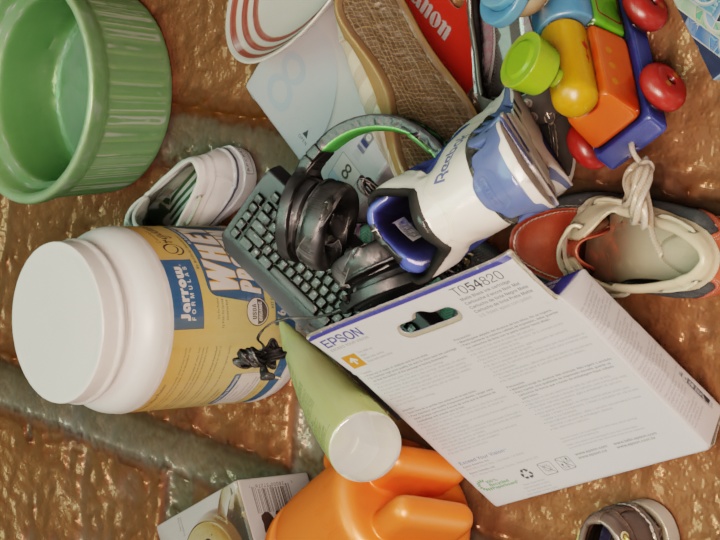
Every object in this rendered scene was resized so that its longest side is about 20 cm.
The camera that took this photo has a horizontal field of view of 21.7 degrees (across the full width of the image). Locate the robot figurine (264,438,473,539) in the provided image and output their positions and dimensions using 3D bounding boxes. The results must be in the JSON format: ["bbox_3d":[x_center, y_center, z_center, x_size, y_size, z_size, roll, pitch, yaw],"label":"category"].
[{"bbox_3d":[0.002,0.194,1.363,0.144,0.117,0.200,51,135,6],"label":"robot figurine"}]

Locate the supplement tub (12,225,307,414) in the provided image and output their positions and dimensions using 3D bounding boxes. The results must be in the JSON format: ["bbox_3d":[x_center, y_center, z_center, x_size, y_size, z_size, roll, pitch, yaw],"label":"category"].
[{"bbox_3d":[-0.155,0.037,1.467,0.145,0.200,0.145,2,93,46],"label":"supplement tub"}]

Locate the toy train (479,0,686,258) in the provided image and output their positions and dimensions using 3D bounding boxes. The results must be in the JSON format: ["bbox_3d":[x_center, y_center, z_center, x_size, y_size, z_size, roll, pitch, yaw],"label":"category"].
[{"bbox_3d":[0.137,-0.109,1.175,0.085,0.116,0.200,-39,41,37],"label":"toy train"}]

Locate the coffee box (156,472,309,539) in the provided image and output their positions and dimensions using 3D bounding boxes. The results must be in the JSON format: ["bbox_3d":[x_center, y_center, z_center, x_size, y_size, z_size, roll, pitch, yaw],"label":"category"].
[{"bbox_3d":[-0.075,0.274,1.477,0.113,0.080,0.200,-32,68,41],"label":"coffee box"}]

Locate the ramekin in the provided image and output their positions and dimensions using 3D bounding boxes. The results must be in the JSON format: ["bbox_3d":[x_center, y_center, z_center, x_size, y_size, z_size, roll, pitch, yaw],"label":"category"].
[{"bbox_3d":[-0.253,-0.158,1.640,0.200,0.098,0.200,2,93,47],"label":"ramekin"}]

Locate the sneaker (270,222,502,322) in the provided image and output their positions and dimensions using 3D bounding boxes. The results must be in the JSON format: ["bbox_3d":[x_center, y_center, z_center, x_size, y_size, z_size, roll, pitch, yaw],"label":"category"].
[{"bbox_3d":[0.035,-0.006,1.370,0.200,0.088,0.075,13,98,21],"label":"sneaker"}]

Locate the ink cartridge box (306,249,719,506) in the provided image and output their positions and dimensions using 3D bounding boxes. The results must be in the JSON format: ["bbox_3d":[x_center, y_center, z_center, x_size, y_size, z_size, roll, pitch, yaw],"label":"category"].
[{"bbox_3d":[0.098,0.065,1.223,0.199,0.200,0.041,-22,34,44],"label":"ink cartridge box"}]

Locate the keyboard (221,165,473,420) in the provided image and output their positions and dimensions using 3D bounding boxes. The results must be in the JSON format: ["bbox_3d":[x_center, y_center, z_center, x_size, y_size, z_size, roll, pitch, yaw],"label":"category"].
[{"bbox_3d":[0.000,0.000,1.327,0.200,0.021,0.127,43,107,14],"label":"keyboard"}]

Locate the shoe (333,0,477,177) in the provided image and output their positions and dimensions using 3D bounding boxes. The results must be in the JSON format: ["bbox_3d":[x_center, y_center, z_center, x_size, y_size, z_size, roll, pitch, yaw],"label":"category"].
[{"bbox_3d":[0.039,-0.116,1.328,0.053,0.070,0.200,101,146,-77],"label":"shoe"}]

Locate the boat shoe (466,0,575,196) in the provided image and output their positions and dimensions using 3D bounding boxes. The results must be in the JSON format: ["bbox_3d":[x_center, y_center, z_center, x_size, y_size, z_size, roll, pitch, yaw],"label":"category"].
[{"bbox_3d":[0.101,-0.147,1.286,0.067,0.057,0.200,-11,84,33],"label":"boat shoe"}]

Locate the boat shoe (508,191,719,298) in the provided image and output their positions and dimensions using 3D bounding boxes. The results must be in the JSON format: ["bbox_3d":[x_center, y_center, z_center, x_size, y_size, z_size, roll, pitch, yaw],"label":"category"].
[{"bbox_3d":[0.167,-0.014,1.225,0.200,0.063,0.071,8,99,48],"label":"boat shoe"}]

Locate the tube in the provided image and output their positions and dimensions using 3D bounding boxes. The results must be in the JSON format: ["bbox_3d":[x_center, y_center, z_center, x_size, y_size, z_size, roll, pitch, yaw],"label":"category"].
[{"bbox_3d":[-0.021,0.091,1.331,0.200,0.052,0.058,-138,63,-70],"label":"tube"}]

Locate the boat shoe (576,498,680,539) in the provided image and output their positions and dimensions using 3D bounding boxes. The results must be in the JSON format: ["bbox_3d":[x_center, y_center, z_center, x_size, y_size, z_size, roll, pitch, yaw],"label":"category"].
[{"bbox_3d":[0.169,0.252,1.231,0.072,0.059,0.200,6,96,46],"label":"boat shoe"}]

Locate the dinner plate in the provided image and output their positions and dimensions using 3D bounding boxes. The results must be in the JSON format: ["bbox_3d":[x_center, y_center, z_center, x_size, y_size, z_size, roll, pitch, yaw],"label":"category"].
[{"bbox_3d":[-0.037,-0.243,1.419,0.200,0.024,0.200,-41,36,38],"label":"dinner plate"}]

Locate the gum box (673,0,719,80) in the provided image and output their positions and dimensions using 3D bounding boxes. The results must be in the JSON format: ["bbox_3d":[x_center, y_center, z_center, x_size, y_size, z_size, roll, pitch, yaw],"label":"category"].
[{"bbox_3d":[0.259,-0.239,1.132,0.200,0.045,0.170,-41,63,39],"label":"gum box"}]

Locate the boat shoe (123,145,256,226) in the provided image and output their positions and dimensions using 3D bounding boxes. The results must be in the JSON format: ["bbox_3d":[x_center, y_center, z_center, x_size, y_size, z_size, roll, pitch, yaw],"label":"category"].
[{"bbox_3d":[-0.167,-0.042,1.575,0.200,0.067,0.074,-48,58,37],"label":"boat shoe"}]

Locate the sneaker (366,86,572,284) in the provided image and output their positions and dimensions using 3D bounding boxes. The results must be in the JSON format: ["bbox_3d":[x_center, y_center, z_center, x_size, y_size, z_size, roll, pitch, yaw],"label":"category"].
[{"bbox_3d":[0.063,-0.054,1.183,0.115,0.199,0.081,-29,93,14],"label":"sneaker"}]

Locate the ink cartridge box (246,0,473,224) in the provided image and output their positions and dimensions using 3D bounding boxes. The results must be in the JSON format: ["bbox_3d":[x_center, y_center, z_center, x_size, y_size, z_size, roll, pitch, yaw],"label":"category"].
[{"bbox_3d":[0.009,-0.159,1.398,0.160,0.047,0.200,54,129,30],"label":"ink cartridge box"}]

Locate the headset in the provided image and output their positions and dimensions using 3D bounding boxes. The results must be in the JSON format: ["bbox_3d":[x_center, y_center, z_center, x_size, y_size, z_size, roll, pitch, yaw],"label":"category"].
[{"bbox_3d":[-0.014,-0.014,1.270,0.123,0.094,0.200,40,105,17],"label":"headset"}]
